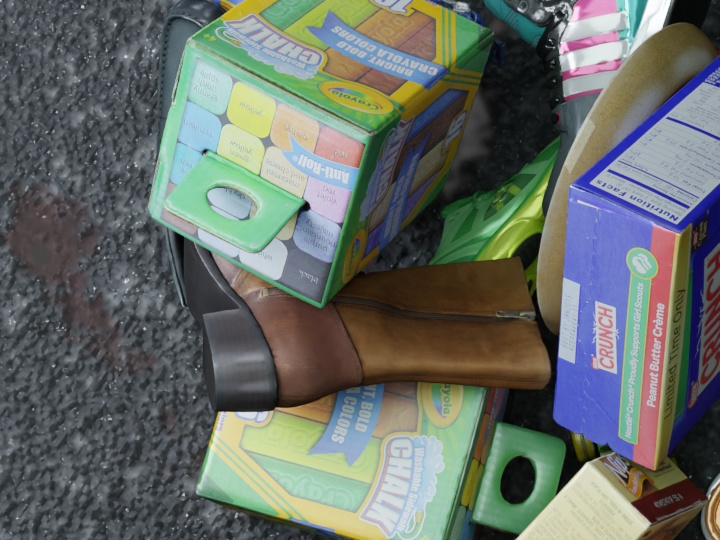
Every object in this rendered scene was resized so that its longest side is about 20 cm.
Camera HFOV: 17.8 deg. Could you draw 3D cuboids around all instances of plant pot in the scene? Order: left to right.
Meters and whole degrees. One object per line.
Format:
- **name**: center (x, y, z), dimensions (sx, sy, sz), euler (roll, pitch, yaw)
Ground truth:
- **plant pot**: center (0.169, -0.048, 1.362), dimensions (0.027, 0.200, 0.200), euler (24, 84, 27)

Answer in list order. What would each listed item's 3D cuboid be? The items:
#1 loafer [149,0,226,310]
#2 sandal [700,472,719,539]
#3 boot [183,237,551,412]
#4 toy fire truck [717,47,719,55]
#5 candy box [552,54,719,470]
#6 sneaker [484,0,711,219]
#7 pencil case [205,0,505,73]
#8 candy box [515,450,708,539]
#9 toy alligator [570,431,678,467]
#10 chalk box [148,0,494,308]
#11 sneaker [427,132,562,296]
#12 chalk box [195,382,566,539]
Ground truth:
- **loafer**: center (-0.097, -0.069, 1.435), dimensions (0.068, 0.070, 0.201), euler (14, 121, 36)
- **sandal**: center (0.307, 0.150, 1.372), dimensions (0.206, 0.059, 0.079), euler (9, 81, 12)
- **boot**: center (0.000, 0.000, 1.345), dimensions (0.199, 0.069, 0.189), euler (-5, 39, -11)
- **toy fire truck**: center (0.292, -0.179, 1.395), dimensions (0.200, 0.141, 0.049), euler (-43, 75, 0)
- **candy box**: center (0.194, -0.014, 1.321), dimensions (0.077, 0.169, 0.200), euler (25, 44, 28)
- **sneaker**: center (0.123, -0.127, 1.378), dimensions (0.121, 0.084, 0.200), euler (22, 87, 27)
- **pencil case**: center (-0.012, -0.158, 1.417), dimensions (0.200, 0.078, 0.087), euler (29, 113, 13)
- **candy box**: center (0.105, 0.191, 1.343), dimensions (0.055, 0.115, 0.200), euler (45, 110, 17)
- **toy alligator**: center (0.157, 0.088, 1.414), dimensions (0.059, 0.054, 0.201), euler (-14, 77, 7)
- **chalk box**: center (-0.033, -0.075, 1.295), dimensions (0.124, 0.200, 0.124), euler (28, 127, 14)
- **sneaker**: center (0.094, -0.035, 1.435), dimensions (0.200, 0.074, 0.083), euler (-46, 47, -15)
- **chalk box**: center (0.021, 0.108, 1.400), dimensions (0.199, 0.124, 0.125), euler (13, 82, 13)
